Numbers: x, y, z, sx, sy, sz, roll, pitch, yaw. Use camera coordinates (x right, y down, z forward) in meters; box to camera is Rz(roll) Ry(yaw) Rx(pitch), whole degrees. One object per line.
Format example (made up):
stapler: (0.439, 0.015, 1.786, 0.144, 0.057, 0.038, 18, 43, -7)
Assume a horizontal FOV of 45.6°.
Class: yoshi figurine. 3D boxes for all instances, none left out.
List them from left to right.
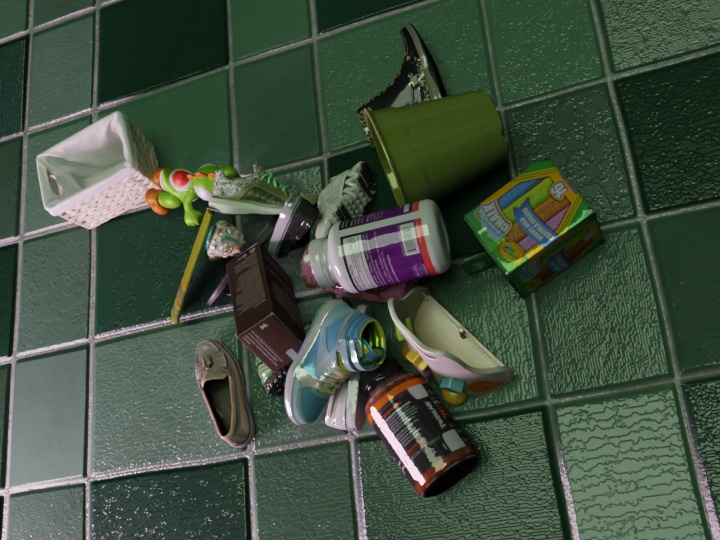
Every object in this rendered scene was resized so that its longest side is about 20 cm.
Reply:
yoshi figurine: (-0.288, -0.146, 1.564, 0.200, 0.112, 0.113, -2, 109, 34)

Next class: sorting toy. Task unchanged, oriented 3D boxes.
sorting toy: (0.106, 0.106, 1.258, 0.107, 0.180, 0.200, -46, 62, 2)

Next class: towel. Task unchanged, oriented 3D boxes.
towel: (-0.290, -0.008, 1.493, 0.018, 0.086, 0.200, 18, 96, -16)

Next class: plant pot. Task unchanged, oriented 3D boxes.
plant pot: (0.128, -0.198, 1.366, 0.190, 0.200, 0.200, -22, 65, 0)

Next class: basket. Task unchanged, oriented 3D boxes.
basket: (-0.491, -0.184, 1.630, 0.200, 0.123, 0.136, -25, 65, 12)

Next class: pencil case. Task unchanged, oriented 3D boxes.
pencil case: (0.000, 0.000, 1.393, 0.200, 0.087, 0.083, 9, 119, 25)

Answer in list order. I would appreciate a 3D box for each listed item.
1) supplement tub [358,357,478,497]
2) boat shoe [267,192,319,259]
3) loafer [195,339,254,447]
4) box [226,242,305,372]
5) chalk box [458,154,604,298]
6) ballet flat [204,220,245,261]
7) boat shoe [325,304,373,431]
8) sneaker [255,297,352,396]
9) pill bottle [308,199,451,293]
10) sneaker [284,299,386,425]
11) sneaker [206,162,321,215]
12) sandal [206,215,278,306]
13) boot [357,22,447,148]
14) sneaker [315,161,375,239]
supplement tub: (0.078, 0.227, 1.270, 0.107, 0.107, 0.200, -39, 63, 6)
boat shoe: (-0.111, -0.061, 1.412, 0.057, 0.200, 0.069, 27, 67, -2)
loafer: (-0.233, 0.198, 1.430, 0.072, 0.063, 0.200, -31, 64, 11)
box: (-0.151, 0.056, 1.373, 0.075, 0.100, 0.200, -34, 35, 8)
chalk box: (0.243, -0.050, 1.288, 0.200, 0.125, 0.124, -38, 63, 8)
ballet flat: (-0.233, -0.046, 1.470, 0.064, 0.200, 0.076, 17, 90, -11)
boat shoe: (-0.023, 0.152, 1.361, 0.070, 0.071, 0.201, 2, 80, 20)
sneaker: (-0.096, 0.110, 1.396, 0.200, 0.078, 0.085, -41, 62, 6)
pill bottle: (0.029, -0.032, 1.285, 0.199, 0.112, 0.113, -13, 68, 15)
sneaker: (-0.033, 0.148, 1.276, 0.130, 0.079, 0.200, 15, 84, 45)
sneaker: (-0.163, -0.141, 1.466, 0.199, 0.077, 0.089, -1, 100, -11)
sandal: (-0.194, -0.006, 1.478, 0.048, 0.075, 0.201, 40, 101, -6)
boot: (0.060, -0.319, 1.482, 0.153, 0.073, 0.204, -24, 64, 16)
sneaker: (-0.038, -0.100, 1.421, 0.081, 0.075, 0.200, -9, 35, 28)
